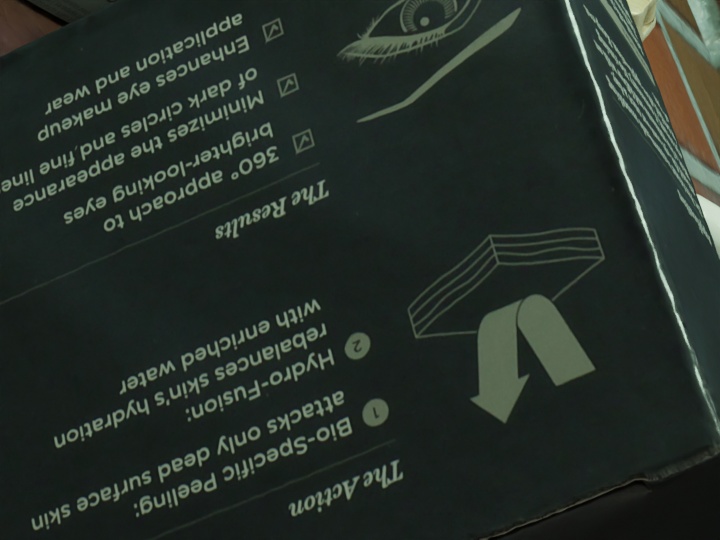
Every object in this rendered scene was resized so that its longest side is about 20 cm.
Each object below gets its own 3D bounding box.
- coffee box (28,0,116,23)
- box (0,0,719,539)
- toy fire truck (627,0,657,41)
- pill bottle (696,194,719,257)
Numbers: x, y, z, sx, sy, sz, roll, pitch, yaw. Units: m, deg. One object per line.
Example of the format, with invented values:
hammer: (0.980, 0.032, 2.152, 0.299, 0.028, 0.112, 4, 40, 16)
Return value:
coffee box: (-0.066, -0.222, 0.778, 0.200, 0.197, 0.200, 24, 45, -68)
box: (-0.003, 0.016, 0.644, 0.117, 0.196, 0.200, 42, 29, -58)
toy fire truck: (0.061, -0.106, 0.878, 0.200, 0.141, 0.049, -112, -159, -47)
pill bottle: (0.087, 0.022, 0.831, 0.200, 0.116, 0.117, -49, 115, -86)
